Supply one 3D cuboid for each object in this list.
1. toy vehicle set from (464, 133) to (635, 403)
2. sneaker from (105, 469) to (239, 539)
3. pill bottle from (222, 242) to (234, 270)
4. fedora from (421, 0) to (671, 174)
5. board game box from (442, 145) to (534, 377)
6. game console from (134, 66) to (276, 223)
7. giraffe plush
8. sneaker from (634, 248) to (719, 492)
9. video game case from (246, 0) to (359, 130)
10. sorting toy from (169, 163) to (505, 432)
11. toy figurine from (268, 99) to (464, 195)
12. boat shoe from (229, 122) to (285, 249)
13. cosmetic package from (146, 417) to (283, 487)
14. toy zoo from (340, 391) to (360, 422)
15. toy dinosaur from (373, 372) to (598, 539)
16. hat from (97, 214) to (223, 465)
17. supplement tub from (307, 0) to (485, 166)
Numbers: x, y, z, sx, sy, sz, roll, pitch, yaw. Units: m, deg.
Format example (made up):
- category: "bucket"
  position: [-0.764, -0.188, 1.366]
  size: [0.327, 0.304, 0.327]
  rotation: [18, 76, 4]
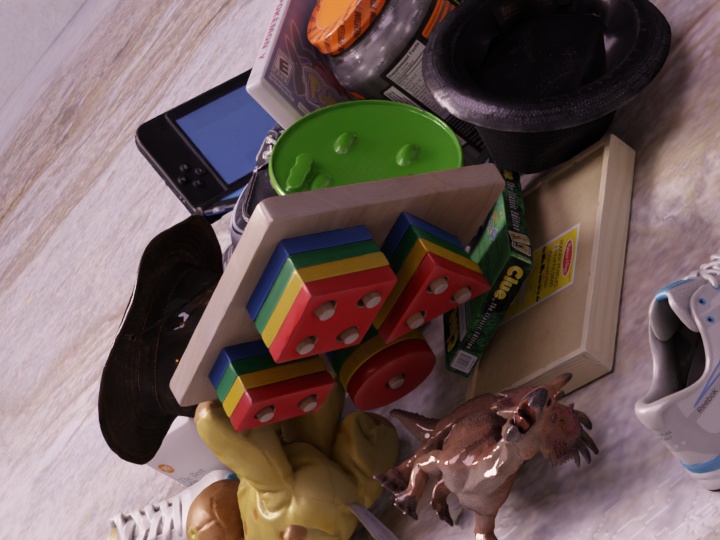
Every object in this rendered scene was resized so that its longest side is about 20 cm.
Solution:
- category: "toy vehicle set"
  position: [0.137, 0.008, 1.120]
  size: [0.124, 0.026, 0.202]
  rotation: [-33, 33, 43]
- category: "sneaker"
  position: [-0.173, 0.237, 1.351]
  size: [0.200, 0.080, 0.077]
  rotation: [-44, 37, 32]
- category: "pill bottle"
  position: [-0.096, 0.031, 1.412]
  size: [0.200, 0.106, 0.107]
  rotation: [-46, 25, 35]
- category: "fedora"
  position: [0.142, -0.140, 1.176]
  size: [0.198, 0.092, 0.202]
  rotation: [-6, 42, 5]
- category: "board game box"
  position: [0.091, -0.017, 1.172]
  size: [0.105, 0.023, 0.201]
  rotation: [-60, 14, 28]
- category: "game console"
  position: [-0.080, -0.135, 1.436]
  size: [0.199, 0.171, 0.119]
  rotation: [-31, -18, -31]
- category: "giraffe plush"
  position: [-0.064, 0.185, 1.175]
  size: [0.163, 0.171, 0.201]
  rotation: [-53, 56, 34]
- category: "sneaker"
  position: [0.211, 0.018, 0.893]
  size: [0.075, 0.086, 0.202]
  rotation: [-21, 41, 55]
- category: "video game case"
  position: [-0.004, -0.152, 1.317]
  size: [0.023, 0.200, 0.184]
  rotation: [-23, 37, 36]
- category: "sorting toy"
  position: [-0.005, 0.030, 1.066]
  size: [0.070, 0.197, 0.201]
  rotation: [58, 139, 27]
- category: "toy figurine"
  position: [0.000, 0.000, 1.214]
  size: [0.201, 0.148, 0.186]
  rotation: [-63, -22, -45]
- category: "boat shoe"
  position: [-0.055, -0.093, 1.296]
  size: [0.071, 0.068, 0.201]
  rotation: [11, 43, 23]
- category: "cosmetic package"
  position: [-0.106, 0.124, 1.323]
  size: [0.199, 0.082, 0.051]
  rotation: [-35, 31, 42]
- category: "toy zoo"
  position: [-0.042, 0.120, 1.332]
  size: [0.201, 0.020, 0.131]
  rotation: [-60, 23, -7]
- category: "toy dinosaur"
  position: [0.086, 0.113, 1.022]
  size: [0.136, 0.085, 0.200]
  rotation: [-55, 18, 2]
- category: "hat"
  position: [-0.123, 0.062, 1.222]
  size: [0.200, 0.080, 0.203]
  rotation: [15, -90, -73]
- category: "supplement tub"
  position: [0.060, -0.170, 1.274]
  size: [0.122, 0.199, 0.123]
  rotation: [-43, 26, 27]
